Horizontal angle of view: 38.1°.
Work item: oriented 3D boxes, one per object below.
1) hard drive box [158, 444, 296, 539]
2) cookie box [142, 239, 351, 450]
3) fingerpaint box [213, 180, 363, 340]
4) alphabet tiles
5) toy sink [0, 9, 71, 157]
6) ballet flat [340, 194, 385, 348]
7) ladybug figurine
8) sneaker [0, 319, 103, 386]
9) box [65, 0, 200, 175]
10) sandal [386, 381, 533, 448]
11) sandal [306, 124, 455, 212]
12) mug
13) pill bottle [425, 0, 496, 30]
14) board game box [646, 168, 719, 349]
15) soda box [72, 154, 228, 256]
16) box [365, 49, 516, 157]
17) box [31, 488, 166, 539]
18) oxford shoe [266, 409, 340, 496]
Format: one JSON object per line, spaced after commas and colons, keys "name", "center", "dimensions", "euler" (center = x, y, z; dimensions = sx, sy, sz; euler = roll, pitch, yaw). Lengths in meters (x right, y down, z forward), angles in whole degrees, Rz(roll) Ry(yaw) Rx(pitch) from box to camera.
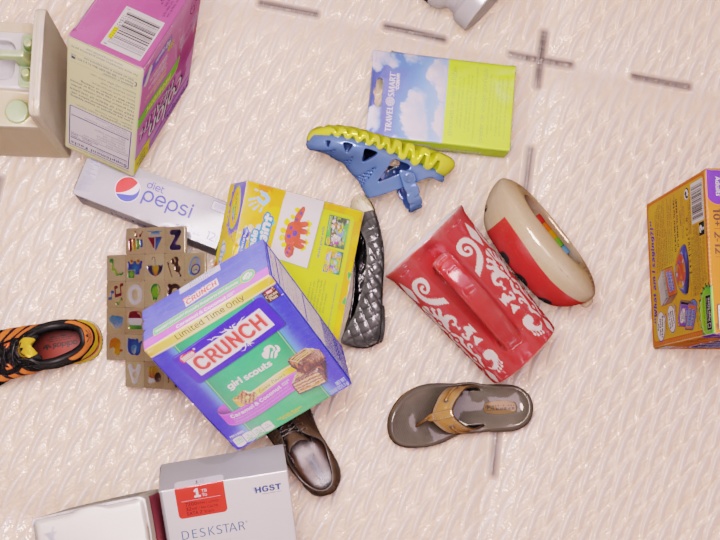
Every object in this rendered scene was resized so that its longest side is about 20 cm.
{"name": "hard drive box", "center": [-0.153, 0.328, 1.263], "dimensions": [0.153, 0.077, 0.203], "euler": [-9, 106, -6]}
{"name": "cookie box", "center": [-0.130, 0.091, 1.216], "dimensions": [0.170, 0.076, 0.201], "euler": [-30, 127, 7]}
{"name": "fingerpaint box", "center": [-0.100, 0.005, 1.321], "dimensions": [0.165, 0.073, 0.203], "euler": [12, 86, -25]}
{"name": "alphabet tiles", "center": [-0.257, 0.047, 1.311], "dimensions": [0.164, 0.006, 0.204], "euler": [-1, 88, 30]}
{"name": "toy sink", "center": [-0.428, -0.229, 1.292], "dimensions": [0.110, 0.200, 0.133], "euler": [1, 82, -5]}
{"name": "ballet flat", "center": [0.000, 0.000, 1.363], "dimensions": [0.056, 0.066, 0.204], "euler": [-1, 83, -16]}
{"name": "ladybug figurine", "center": [0.229, -0.028, 1.366], "dimensions": [0.072, 0.135, 0.201], "euler": [-40, 81, 19]}
{"name": "sneaker", "center": [-0.425, 0.099, 1.300], "dimensions": [0.197, 0.090, 0.071], "euler": [-14, 83, -7]}
{"name": "box", "center": [-0.278, -0.254, 1.281], "dimensions": [0.096, 0.201, 0.177], "euler": [23, 54, -2]}
{"name": "sandal", "center": [0.132, 0.186, 1.356], "dimensions": [0.196, 0.055, 0.083], "euler": [-2, 82, -6]}
{"name": "sandal", "center": [0.022, -0.134, 1.354], "dimensions": [0.197, 0.080, 0.088], "euler": [17, 100, -9]}
{"name": "mug", "center": [0.138, 0.043, 1.328], "dimensions": [0.200, 0.178, 0.133], "euler": [48, 120, -2]}
{"name": "pill bottle", "center": [0.105, -0.430, 1.411], "dimensions": [0.116, 0.116, 0.200], "euler": [-44, 88, -9]}
{"name": "board game box", "center": [0.501, -0.007, 1.343], "dimensions": [0.196, 0.200, 0.204], "euler": [0, 81, -6]}
{"name": "soda box", "center": [-0.265, -0.086, 1.352], "dimensions": [0.197, 0.068, 0.064], "euler": [21, 81, -1]}
{"name": "box", "center": [0.108, -0.225, 1.416], "dimensions": [0.197, 0.048, 0.124], "euler": [6, 81, -4]}
{"name": "box", "center": [-0.294, 0.326, 1.224], "dimensions": [0.126, 0.200, 0.111], "euler": [-11, 82, -6]}
{"name": "oxford shoe", "center": [-0.088, 0.196, 1.321], "dimensions": [0.072, 0.084, 0.201], "euler": [-39, 85, -7]}
